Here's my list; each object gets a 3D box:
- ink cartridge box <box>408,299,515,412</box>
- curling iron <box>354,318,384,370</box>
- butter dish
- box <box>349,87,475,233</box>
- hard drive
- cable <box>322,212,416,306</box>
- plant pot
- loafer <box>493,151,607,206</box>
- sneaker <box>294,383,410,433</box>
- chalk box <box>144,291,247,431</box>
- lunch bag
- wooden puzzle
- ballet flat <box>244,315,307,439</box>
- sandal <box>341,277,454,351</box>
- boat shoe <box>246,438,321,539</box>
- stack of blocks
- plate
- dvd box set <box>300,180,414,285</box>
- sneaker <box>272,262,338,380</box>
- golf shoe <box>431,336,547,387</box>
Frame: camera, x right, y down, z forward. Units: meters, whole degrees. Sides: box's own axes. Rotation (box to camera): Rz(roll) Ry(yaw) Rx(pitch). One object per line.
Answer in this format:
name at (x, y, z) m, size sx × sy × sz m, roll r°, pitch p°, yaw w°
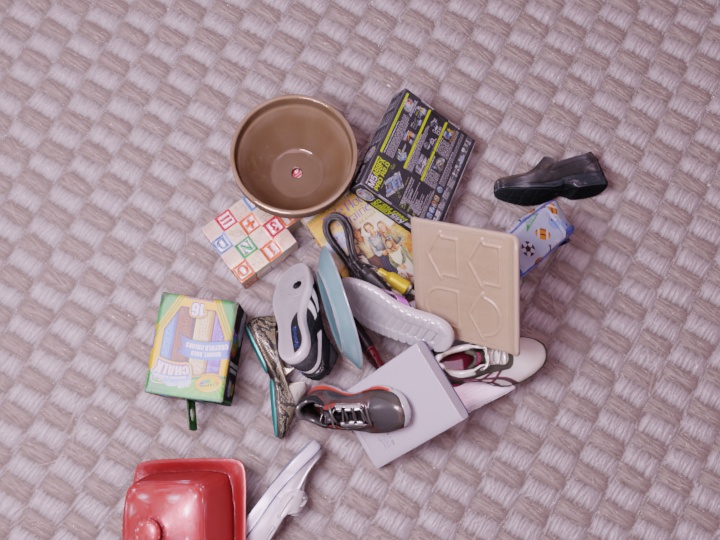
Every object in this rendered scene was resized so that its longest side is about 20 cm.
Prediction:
ink cartridge box at (0.158, 0.128, 1.350) m, size 0.108 × 0.050 × 0.201 m, roll -25°, pitch 80°, yaw -5°
curling iron at (0.012, 0.138, 1.350) m, size 0.049 × 0.026 × 0.201 m, roll -16°, pitch 78°, yaw -43°
butter dish at (-0.283, 0.384, 1.224) m, size 0.198 × 0.148 × 0.201 m, roll -5°, pitch 78°, yaw 17°
box at (0.089, -0.175, 1.362) m, size 0.160 × 0.044 × 0.201 m, roll 32°, pitch 67°, yaw -19°
hard drive at (0.060, 0.211, 1.277) m, size 0.200 × 0.025 × 0.133 m, roll -39°, pitch 79°, yaw 37°
cable at (0.000, 0.000, 1.329) m, size 0.097 × 0.050 × 0.200 m, roll -42°, pitch 86°, yaw 20°
plant pot at (-0.105, -0.172, 1.320) m, size 0.199 × 0.093 × 0.203 m, roll 0°, pitch 76°, yaw -2°
loafer at (0.318, -0.158, 1.404) m, size 0.198 × 0.073 × 0.073 m, roll -5°, pitch 70°, yaw -12°
sneaker at (-0.017, 0.224, 1.267) m, size 0.199 × 0.082 × 0.078 m, roll -4°, pitch 100°, yaw 35°
chalk box at (-0.260, 0.149, 1.298) m, size 0.123 × 0.125 × 0.202 m, roll 9°, pitch 78°, yaw 0°
lunch bag at (0.241, -0.028, 1.316) m, size 0.199 × 0.160 × 0.076 m, roll -33°, pitch 87°, yaw -29°
wooden puzzle at (0.162, 0.018, 1.229) m, size 0.046 × 0.199 × 0.187 m, roll -25°, pitch 120°, yaw -41°
ballet flat at (-0.128, 0.166, 1.331) m, size 0.075 × 0.068 × 0.202 m, roll -14°, pitch 76°, yaw -13°
sandal at (0.057, 0.066, 1.277) m, size 0.202 × 0.083 × 0.050 m, roll 27°, pitch 42°, yaw 17°
boat shoe at (-0.117, 0.358, 1.294) m, size 0.065 × 0.074 × 0.200 m, roll 38°, pitch 91°, yaw 2°
stack of blocks at (-0.151, -0.078, 1.377) m, size 0.200 × 0.059 × 0.115 m, roll -38°, pitch 83°, yaw -8°
plate at (-0.038, 0.060, 1.280) m, size 0.025 × 0.200 × 0.202 m, roll -16°, pitch 80°, yaw -8°
dvd box set at (0.014, -0.045, 1.359) m, size 0.146 × 0.029 × 0.201 m, roll -35°, pitch 98°, yaw -12°
sneaker at (-0.086, 0.093, 1.345) m, size 0.073 × 0.112 × 0.201 m, roll -21°, pitch 45°, yaw 20°
golf shoe at (0.200, 0.144, 1.278) m, size 0.198 × 0.088 × 0.078 m, roll -8°, pitch 78°, yaw -4°
